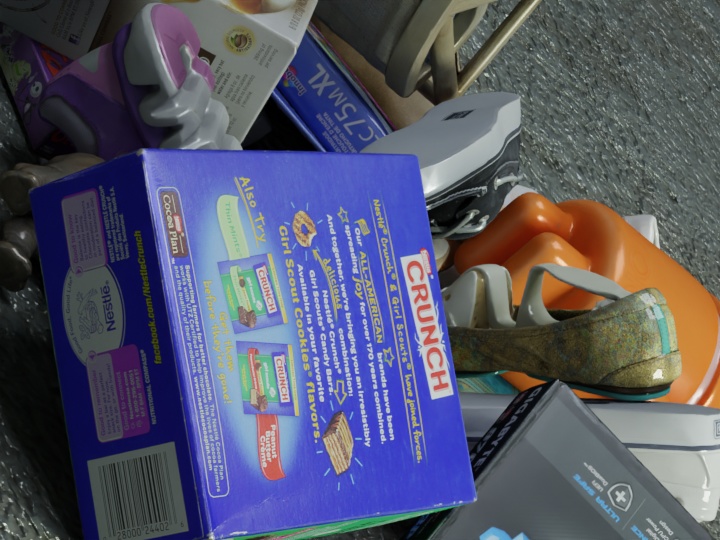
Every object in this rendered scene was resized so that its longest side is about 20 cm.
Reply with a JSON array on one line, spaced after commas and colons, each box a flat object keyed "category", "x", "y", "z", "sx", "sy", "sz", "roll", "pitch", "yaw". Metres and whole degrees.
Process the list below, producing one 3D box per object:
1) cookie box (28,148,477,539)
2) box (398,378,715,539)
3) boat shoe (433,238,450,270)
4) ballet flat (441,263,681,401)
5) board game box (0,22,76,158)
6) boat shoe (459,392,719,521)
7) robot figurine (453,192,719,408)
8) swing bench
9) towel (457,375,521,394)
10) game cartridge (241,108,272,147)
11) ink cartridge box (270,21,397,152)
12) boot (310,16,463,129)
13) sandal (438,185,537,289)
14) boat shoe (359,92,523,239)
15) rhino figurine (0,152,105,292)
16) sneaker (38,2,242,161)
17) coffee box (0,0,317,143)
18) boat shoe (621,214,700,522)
[{"category": "cookie box", "x": -0.044, "y": 0.037, "z": 1.303, "sx": 0.200, "sy": 0.075, "sz": 0.171, "roll": -1, "pitch": 79, "yaw": -53}, {"category": "box", "x": 0.108, "y": 0.177, "z": 1.405, "sx": 0.200, "sy": 0.046, "sz": 0.159, "roll": 47, "pitch": 64, "yaw": -10}, {"category": "boat shoe", "x": 0.000, "y": 0.000, "z": 1.587, "sx": 0.065, "sy": 0.072, "sz": 0.200, "roll": 44, "pitch": 17, "yaw": -1}, {"category": "ballet flat", "x": 0.084, "y": 0.028, "z": 1.544, "sx": 0.071, "sy": 0.200, "sz": 0.071, "roll": -5, "pitch": 96, "yaw": -47}, {"category": "board game box", "x": -0.154, "y": -0.125, "z": 1.542, "sx": 0.120, "sy": 0.032, "sz": 0.200, "roll": 19, "pitch": 37, "yaw": -47}, {"category": "boat shoe", "x": 0.087, "y": 0.098, "z": 1.492, "sx": 0.072, "sy": 0.200, "sz": 0.066, "roll": -29, "pitch": 120, "yaw": -83}, {"category": "robot figurine", "x": 0.142, "y": 0.038, "z": 1.677, "sx": 0.200, "sy": 0.117, "sz": 0.144, "roll": 36, "pitch": -17, "yaw": -35}, {"category": "swing bench", "x": -0.002, "y": -0.200, "z": 1.674, "sx": 0.199, "sy": 0.130, "sz": 0.200, "roll": 42, "pitch": 9, "yaw": 13}, {"category": "towel", "x": 0.096, "y": 0.112, "z": 1.640, "sx": 0.147, "sy": 0.022, "sz": 0.200, "roll": 42, "pitch": 20, "yaw": -21}, {"category": "game cartridge", "x": -0.116, "y": -0.172, "z": 1.629, "sx": 0.200, "sy": 0.038, "sz": 0.130, "roll": 65, "pitch": 2, "yaw": 26}, {"category": "ink cartridge box", "x": -0.024, "y": -0.104, "z": 1.681, "sx": 0.119, "sy": 0.042, "sz": 0.200, "roll": 51, "pitch": 7, "yaw": 4}, {"category": "boot", "x": 0.044, "y": -0.103, "z": 1.837, "sx": 0.200, "sy": 0.075, "sz": 0.074, "roll": 46, "pitch": 20, "yaw": -14}, {"category": "sandal", "x": 0.097, "y": -0.015, "z": 1.781, "sx": 0.207, "sy": 0.059, "sz": 0.079, "roll": 27, "pitch": 57, "yaw": -46}, {"category": "boat shoe", "x": 0.050, "y": -0.049, "z": 1.602, "sx": 0.200, "sy": 0.072, "sz": 0.068, "roll": -44, "pitch": 125, "yaw": -72}, {"category": "rhino figurine", "x": -0.095, "y": 0.026, "z": 1.362, "sx": 0.200, "sy": 0.060, "sz": 0.087, "roll": 50, "pitch": 24, "yaw": -5}, {"category": "sneaker", "x": -0.096, "y": -0.030, "z": 1.436, "sx": 0.081, "sy": 0.088, "sz": 0.200, "roll": -78, "pitch": 147, "yaw": -65}, {"category": "coffee box", "x": -0.121, "y": -0.166, "z": 1.486, "sx": 0.200, "sy": 0.080, "sz": 0.114, "roll": 27, "pitch": 41, "yaw": -8}, {"category": "boat shoe", "x": 0.187, "y": 0.062, "z": 1.792, "sx": 0.071, "sy": 0.069, "sz": 0.200, "roll": -38, "pitch": 109, "yaw": -74}]
